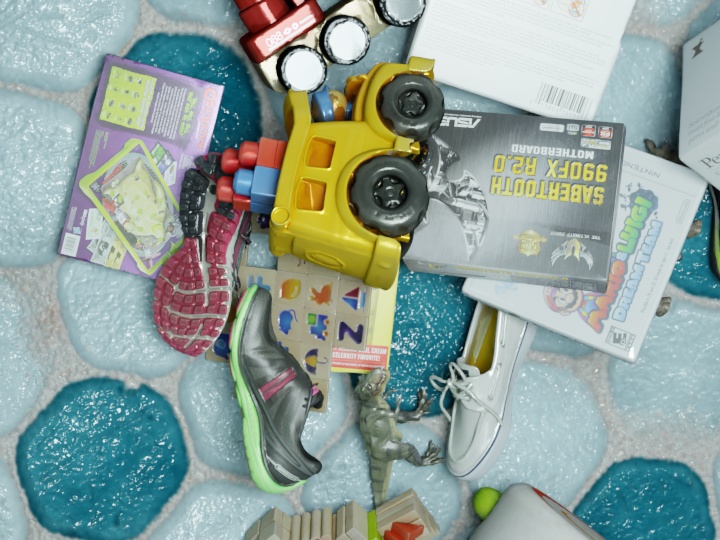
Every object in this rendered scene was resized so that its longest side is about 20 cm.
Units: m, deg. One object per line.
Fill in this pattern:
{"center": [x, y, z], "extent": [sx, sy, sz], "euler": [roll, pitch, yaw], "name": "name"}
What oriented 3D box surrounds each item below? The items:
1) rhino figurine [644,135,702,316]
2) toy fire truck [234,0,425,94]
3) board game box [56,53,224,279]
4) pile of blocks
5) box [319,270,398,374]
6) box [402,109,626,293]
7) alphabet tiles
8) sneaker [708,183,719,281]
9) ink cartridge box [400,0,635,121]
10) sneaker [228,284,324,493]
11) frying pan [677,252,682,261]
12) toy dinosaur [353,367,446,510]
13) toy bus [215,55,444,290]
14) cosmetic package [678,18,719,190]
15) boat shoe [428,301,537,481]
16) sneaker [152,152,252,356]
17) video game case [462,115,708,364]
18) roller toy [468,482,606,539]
{"center": [0.305, -0.061, 1.220], "extent": [0.087, 0.060, 0.202], "euler": [20, 91, -12], "name": "rhino figurine"}
{"center": [-0.060, -0.293, 1.125], "extent": [0.175, 0.129, 0.201], "euler": [-34, 109, -4], "name": "toy fire truck"}
{"center": [-0.215, -0.098, 1.157], "extent": [0.119, 0.032, 0.202], "euler": [15, 93, -6], "name": "board game box"}
{"center": [-0.018, 0.281, 1.191], "extent": [0.198, 0.062, 0.083], "euler": [-8, 115, 3], "name": "pile of blocks"}
{"center": [0.000, 0.000, 1.185], "extent": [0.075, 0.050, 0.202], "euler": [6, 96, -8], "name": "box"}
{"center": [0.149, -0.070, 1.146], "extent": [0.198, 0.048, 0.160], "euler": [7, 75, 13], "name": "box"}
{"center": [-0.070, 0.035, 1.167], "extent": [0.166, 0.008, 0.202], "euler": [8, 95, 15], "name": "alphabet tiles"}
{"center": [0.403, -0.075, 1.217], "extent": [0.071, 0.083, 0.202], "euler": [-7, 91, -8], "name": "sneaker"}
{"center": [0.159, -0.250, 1.149], "extent": [0.198, 0.044, 0.175], "euler": [17, 104, -9], "name": "ink cartridge box"}
{"center": [-0.079, 0.111, 1.142], "extent": [0.083, 0.077, 0.202], "euler": [-10, 94, -1], "name": "sneaker"}
{"center": [0.213, -0.019, 1.188], "extent": [0.189, 0.031, 0.115], "euler": [33, 87, 19], "name": "frying pan"}
{"center": [0.038, 0.173, 1.208], "extent": [0.087, 0.047, 0.202], "euler": [-16, 117, -23], "name": "toy dinosaur"}
{"center": [-0.029, -0.101, 1.074], "extent": [0.190, 0.136, 0.202], "euler": [13, 74, 0], "name": "toy bus"}
{"center": [0.431, -0.151, 1.127], "extent": [0.199, 0.165, 0.166], "euler": [30, 50, -22], "name": "cosmetic package"}
{"center": [0.114, 0.109, 1.186], "extent": [0.086, 0.074, 0.204], "euler": [20, 90, -39], "name": "boat shoe"}
{"center": [-0.141, -0.013, 1.144], "extent": [0.080, 0.075, 0.202], "euler": [20, 100, 15], "name": "sneaker"}
{"center": [0.220, -0.034, 1.159], "extent": [0.181, 0.024, 0.201], "euler": [22, 80, 16], "name": "video game case"}
{"center": [0.187, 0.317, 1.174], "extent": [0.182, 0.200, 0.140], "euler": [37, 91, -16], "name": "roller toy"}
